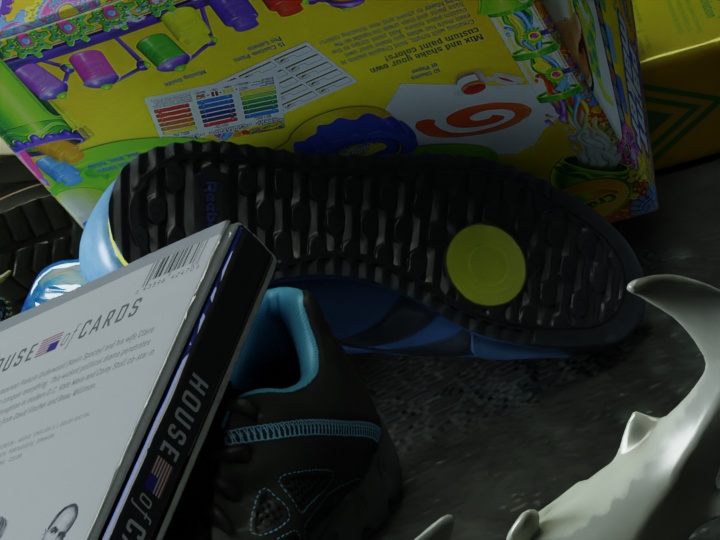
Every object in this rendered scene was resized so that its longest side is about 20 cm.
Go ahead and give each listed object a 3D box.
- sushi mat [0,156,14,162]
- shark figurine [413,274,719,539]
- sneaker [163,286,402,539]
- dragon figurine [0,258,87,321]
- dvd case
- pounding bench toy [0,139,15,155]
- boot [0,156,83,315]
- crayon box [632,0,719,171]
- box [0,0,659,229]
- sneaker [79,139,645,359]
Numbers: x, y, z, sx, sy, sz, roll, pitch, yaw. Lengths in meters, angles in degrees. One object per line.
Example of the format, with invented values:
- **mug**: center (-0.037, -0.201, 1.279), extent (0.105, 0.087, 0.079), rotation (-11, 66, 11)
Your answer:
- **sushi mat**: center (-0.214, -0.039, 1.036), extent (0.095, 0.012, 0.200), rotation (-23, 2, 13)
- **shark figurine**: center (0.057, 0.097, 0.563), extent (0.214, 0.128, 0.090), rotation (-44, 67, 9)
- **sneaker**: center (-0.049, 0.083, 0.677), extent (0.073, 0.082, 0.200), rotation (-6, 29, 22)
- **dragon figurine**: center (-0.107, 0.034, 0.837), extent (0.199, 0.059, 0.100), rotation (-10, 32, 33)
- **dvd case**: center (-0.111, 0.084, 0.669), extent (0.150, 0.025, 0.201), rotation (-21, 36, 43)
- **pounding bench toy**: center (-0.085, -0.110, 0.999), extent (0.124, 0.156, 0.201), rotation (12, 72, 39)
- **boot**: center (-0.201, -0.002, 0.988), extent (0.199, 0.078, 0.138), rotation (-11, 18, -6)
- **crayon box**: center (0.114, -0.088, 0.946), extent (0.199, 0.051, 0.127), rotation (-16, 25, 8)
- **box**: center (-0.019, -0.093, 0.810), extent (0.199, 0.193, 0.123), rotation (-15, 52, 18)
- **sneaker**: center (0.000, 0.000, 0.790), extent (0.199, 0.066, 0.078), rotation (7, -22, -12)
